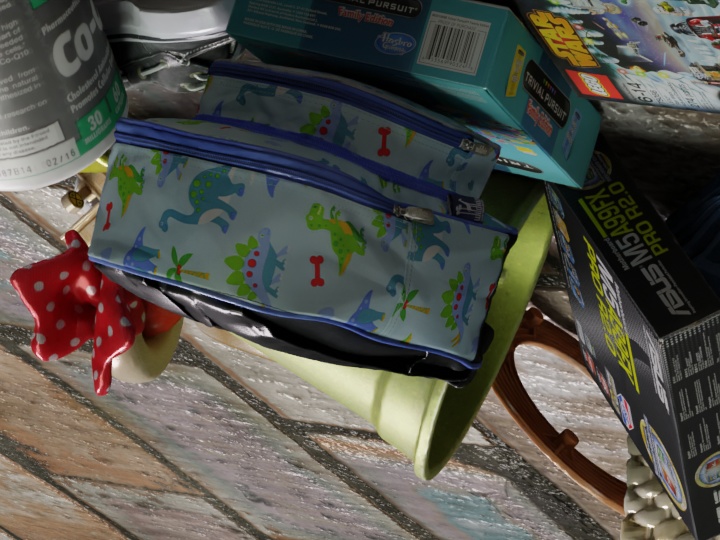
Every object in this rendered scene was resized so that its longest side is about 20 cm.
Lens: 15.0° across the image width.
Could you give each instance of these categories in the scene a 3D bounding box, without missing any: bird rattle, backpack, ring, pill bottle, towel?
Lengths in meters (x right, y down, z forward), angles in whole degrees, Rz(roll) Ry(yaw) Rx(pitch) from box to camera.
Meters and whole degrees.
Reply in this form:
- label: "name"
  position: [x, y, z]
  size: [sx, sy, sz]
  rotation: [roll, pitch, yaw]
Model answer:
- label: "bird rattle"
  position: [-0.134, -0.001, 1.668]
  size: [0.112, 0.201, 0.163]
  rotation: [-6, 144, 11]
- label: "backpack"
  position: [-0.036, -0.032, 1.438]
  size: [0.183, 0.148, 0.200]
  rotation: [13, 180, 39]
- label: "ring"
  position: [0.154, 0.092, 1.821]
  size: [0.200, 0.019, 0.201]
  rotation: [37, -158, -17]
- label: "pill bottle"
  position: [-0.208, -0.153, 1.520]
  size: [0.113, 0.113, 0.200]
  rotation: [10, 136, 30]
- label: "towel"
  position: [0.240, -0.011, 1.595]
  size: [0.111, 0.049, 0.200]
  rotation: [23, 160, -5]

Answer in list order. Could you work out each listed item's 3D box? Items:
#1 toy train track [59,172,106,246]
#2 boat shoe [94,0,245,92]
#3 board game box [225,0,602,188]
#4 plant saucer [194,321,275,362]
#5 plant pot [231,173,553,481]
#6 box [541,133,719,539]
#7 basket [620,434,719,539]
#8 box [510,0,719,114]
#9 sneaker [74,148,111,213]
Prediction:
- label: "toy train track"
  position: [-0.187, -0.072, 1.774]
  size: [0.115, 0.033, 0.200]
  rotation: [-40, 92, 30]
- label: "boat shoe"
  position: [-0.096, -0.138, 1.559]
  size: [0.071, 0.072, 0.200]
  rotation: [58, 158, -18]
- label: "board game box"
  position: [0.034, -0.107, 1.499]
  size: [0.150, 0.047, 0.200]
  rotation: [14, 172, 21]
- label: "plant saucer"
  position: [-0.040, 0.045, 1.936]
  size: [0.199, 0.036, 0.200]
  rotation: [16, -177, -1]
- label: "plant pot"
  position: [0.000, 0.000, 1.673]
  size: [0.184, 0.201, 0.200]
  rotation: [24, 161, 10]
- label: "box"
  position: [0.170, 0.041, 1.608]
  size: [0.200, 0.044, 0.160]
  rotation: [72, 171, -49]
- label: "basket"
  position: [0.279, 0.185, 1.699]
  size: [0.160, 0.199, 0.200]
  rotation: [18, 160, -34]
- label: "box"
  position: [0.137, -0.144, 1.364]
  size: [0.137, 0.040, 0.200]
  rotation: [10, 157, 33]
- label: "sneaker"
  position: [-0.090, -0.024, 1.852]
  size: [0.198, 0.080, 0.130]
  rotation: [1, 145, 23]
